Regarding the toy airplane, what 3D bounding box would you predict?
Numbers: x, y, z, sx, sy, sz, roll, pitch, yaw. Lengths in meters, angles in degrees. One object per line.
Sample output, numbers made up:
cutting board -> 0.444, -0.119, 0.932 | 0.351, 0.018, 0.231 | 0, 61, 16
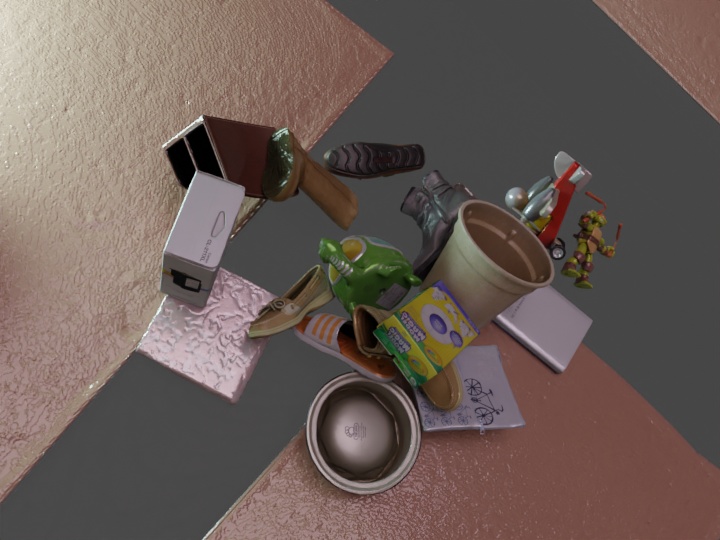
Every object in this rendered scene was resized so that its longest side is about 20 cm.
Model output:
toy airplane -> 0.348, -0.133, 1.516 | 0.140, 0.200, 0.200 | 19, 63, 8

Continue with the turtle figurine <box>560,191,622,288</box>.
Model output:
turtle figurine -> 0.446, -0.056, 1.573 | 0.200, 0.064, 0.162 | 43, 68, -49

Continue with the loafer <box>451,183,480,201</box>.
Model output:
loafer -> 0.229, -0.084, 1.534 | 0.072, 0.063, 0.201 | -18, 78, -23

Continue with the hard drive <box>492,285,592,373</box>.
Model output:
hard drive -> 0.336, 0.084, 1.532 | 0.200, 0.025, 0.132 | 39, 65, -2

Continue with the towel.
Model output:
towel -> -0.248, 0.096, 1.338 | 0.190, 0.032, 0.201 | 28, 65, -6

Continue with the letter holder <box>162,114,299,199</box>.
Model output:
letter holder -> -0.210, -0.165, 1.348 | 0.200, 0.100, 0.143 | -7, 72, -61

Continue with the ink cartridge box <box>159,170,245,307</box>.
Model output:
ink cartridge box -> -0.251, -0.046, 1.258 | 0.082, 0.200, 0.147 | 20, 67, -8

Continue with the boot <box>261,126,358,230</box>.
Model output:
boot -> -0.078, -0.134, 1.379 | 0.200, 0.066, 0.176 | 43, 35, -37

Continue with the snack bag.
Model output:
snack bag -> 0.181, 0.202, 1.401 | 0.199, 0.021, 0.189 | 3, 44, -17

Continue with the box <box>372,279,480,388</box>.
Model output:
box -> 0.106, 0.100, 1.282 | 0.118, 0.048, 0.200 | 53, 38, 4

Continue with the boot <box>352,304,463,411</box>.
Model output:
boot -> 0.075, 0.142, 1.310 | 0.155, 0.073, 0.201 | 12, 45, -49

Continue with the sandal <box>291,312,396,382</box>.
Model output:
sandal -> -0.021, 0.113, 1.350 | 0.206, 0.060, 0.079 | 28, 25, 17

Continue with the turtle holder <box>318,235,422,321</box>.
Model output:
turtle holder -> -0.001, 0.008, 1.380 | 0.185, 0.141, 0.132 | -7, 45, -36

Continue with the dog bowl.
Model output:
dog bowl -> -0.003, 0.273, 1.333 | 0.199, 0.074, 0.201 | 5, 71, -16

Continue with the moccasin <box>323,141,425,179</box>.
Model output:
moccasin -> 0.022, -0.210, 1.512 | 0.200, 0.078, 0.074 | -13, 91, -25

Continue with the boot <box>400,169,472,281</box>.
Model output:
boot -> 0.123, -0.081, 1.503 | 0.131, 0.070, 0.200 | 37, 79, 19

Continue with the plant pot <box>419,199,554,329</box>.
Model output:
plant pot -> 0.205, 0.010, 1.410 | 0.200, 0.184, 0.201 | 24, 36, -19

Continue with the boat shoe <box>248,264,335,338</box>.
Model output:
boat shoe -> -0.120, 0.054, 1.340 | 0.200, 0.073, 0.063 | -31, 105, -44
